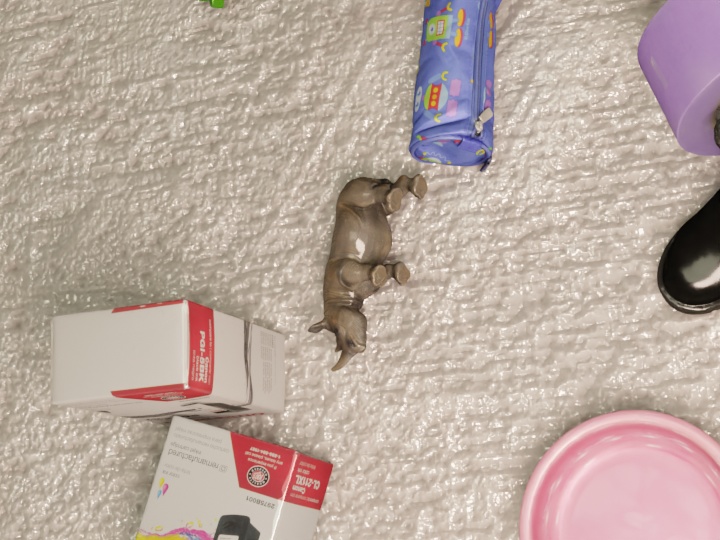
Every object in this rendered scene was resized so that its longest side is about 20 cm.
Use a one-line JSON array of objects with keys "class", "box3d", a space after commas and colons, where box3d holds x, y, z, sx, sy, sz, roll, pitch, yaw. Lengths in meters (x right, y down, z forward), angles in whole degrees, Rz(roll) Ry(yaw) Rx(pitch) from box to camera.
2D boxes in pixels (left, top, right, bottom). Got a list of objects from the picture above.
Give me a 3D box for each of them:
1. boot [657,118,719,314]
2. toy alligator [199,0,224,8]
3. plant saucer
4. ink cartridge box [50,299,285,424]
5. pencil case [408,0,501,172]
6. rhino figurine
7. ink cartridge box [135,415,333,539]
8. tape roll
[{"class": "boot", "box3d": [0.318, -0.064, 1.142, 0.211, 0.158, 0.079, -47, 63, 5]}, {"class": "toy alligator", "box3d": [-0.177, -0.364, 1.506, 0.054, 0.059, 0.201, -42, 54, 54]}, {"class": "plant saucer", "box3d": [0.235, 0.221, 1.159, 0.199, 0.051, 0.202, -7, 73, 21]}, {"class": "ink cartridge box", "box3d": [-0.175, 0.091, 1.293, 0.146, 0.200, 0.083, -8, 76, 22]}, {"class": "pencil case", "box3d": [0.096, -0.198, 1.321, 0.087, 0.078, 0.201, -11, 69, 52]}, {"class": "rhino figurine", "box3d": [0.000, 0.000, 1.318, 0.087, 0.060, 0.201, 5, 77, 45]}, {"class": "ink cartridge box", "box3d": [-0.128, 0.255, 1.291, 0.145, 0.083, 0.201, 12, 80, 26]}, {"class": "tape roll", "box3d": [0.338, -0.185, 1.144, 0.199, 0.200, 0.085, -27, 66, 15]}]
